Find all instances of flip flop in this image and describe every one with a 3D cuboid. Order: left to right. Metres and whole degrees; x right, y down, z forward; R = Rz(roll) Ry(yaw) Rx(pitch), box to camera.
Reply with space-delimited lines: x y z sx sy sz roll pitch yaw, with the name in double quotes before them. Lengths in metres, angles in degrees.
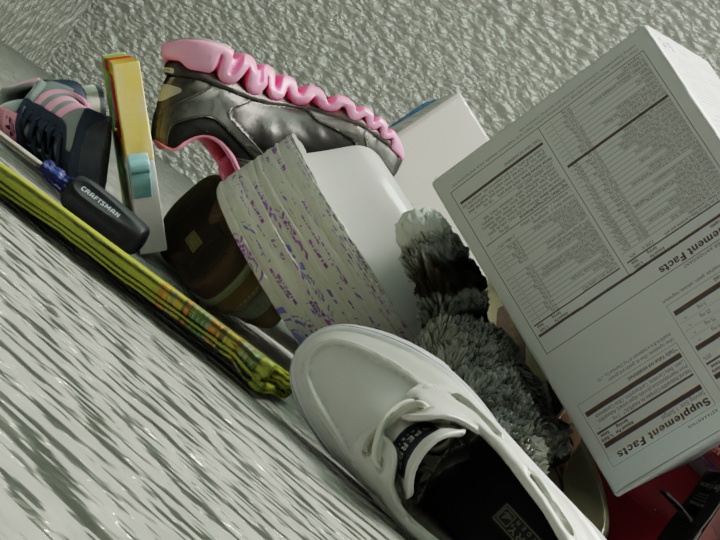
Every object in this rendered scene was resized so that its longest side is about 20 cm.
"flip flop" 0.112 0.089 0.940 0.080 0.201 0.058 -5 -25 -5

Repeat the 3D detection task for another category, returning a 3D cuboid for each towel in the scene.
"towel" -0.120 0.005 0.778 0.199 0.018 0.086 35 -5 11

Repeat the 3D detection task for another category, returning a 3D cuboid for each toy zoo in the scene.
"toy zoo" -0.164 -0.088 1.043 0.020 0.132 0.200 -9 12 -11

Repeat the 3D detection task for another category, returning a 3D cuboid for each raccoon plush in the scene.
"raccoon plush" 0.040 0.056 0.783 0.201 0.096 0.134 61 6 14

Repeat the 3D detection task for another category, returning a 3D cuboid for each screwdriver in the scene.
"screwdriver" -0.215 -0.079 0.928 0.200 0.029 0.028 42 1 4

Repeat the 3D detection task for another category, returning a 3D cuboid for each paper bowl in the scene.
"paper bowl" 0.000 0.000 0.953 0.201 0.104 0.201 56 2 -4

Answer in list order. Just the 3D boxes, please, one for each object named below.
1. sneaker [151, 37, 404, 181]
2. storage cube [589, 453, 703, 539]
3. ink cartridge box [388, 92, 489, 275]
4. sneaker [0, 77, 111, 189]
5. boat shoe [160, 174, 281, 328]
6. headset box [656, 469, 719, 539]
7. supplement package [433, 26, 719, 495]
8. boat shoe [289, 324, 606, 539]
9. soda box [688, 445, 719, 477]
"sneaker" -0.062 -0.091 1.029 0.199 0.096 0.079 20 -6 -26
"storage cube" 0.220 0.121 1.054 0.179 0.200 0.171 37 -24 18
"ink cartridge box" 0.024 -0.026 1.168 0.145 0.199 0.147 57 -3 -8
"sneaker" -0.228 -0.096 1.069 0.081 0.071 0.200 6 15 -17
"boat shoe" -0.095 -0.007 1.038 0.076 0.072 0.200 43 9 -23
"headset box" 0.250 0.188 0.814 0.199 0.077 0.149 36 -2 10
"supplement package" 0.174 -0.004 0.823 0.201 0.150 0.152 60 23 14
"boat shoe" 0.033 0.088 0.660 0.200 0.072 0.066 46 1 30
"soda box" 0.220 0.077 0.941 0.200 0.063 0.070 45 -19 20
